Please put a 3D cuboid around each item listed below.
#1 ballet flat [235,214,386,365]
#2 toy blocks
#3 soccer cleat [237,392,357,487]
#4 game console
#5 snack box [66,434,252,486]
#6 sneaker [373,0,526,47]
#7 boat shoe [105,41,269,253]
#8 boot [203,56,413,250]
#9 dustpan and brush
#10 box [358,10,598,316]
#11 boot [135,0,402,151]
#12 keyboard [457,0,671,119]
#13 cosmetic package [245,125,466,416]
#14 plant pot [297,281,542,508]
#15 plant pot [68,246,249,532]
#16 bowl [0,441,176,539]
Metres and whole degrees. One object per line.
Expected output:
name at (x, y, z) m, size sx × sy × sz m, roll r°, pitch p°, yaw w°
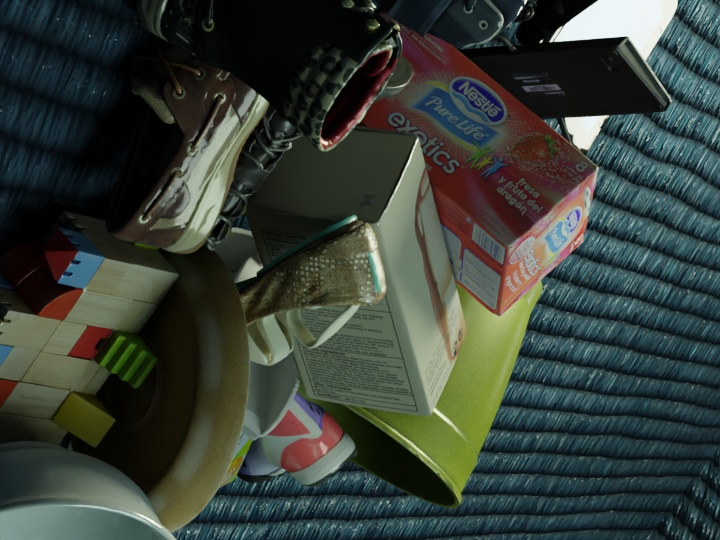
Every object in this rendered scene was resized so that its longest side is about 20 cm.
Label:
ballet flat at (-0.056, 0.027, 1.591) m, size 0.070 × 0.066 × 0.200 m, roll -26°, pitch 180°, yaw -42°
toy blocks at (-0.211, 0.036, 1.542) m, size 0.200 × 0.100 × 0.137 m, roll -53°, pitch 148°, yaw 15°
soccer cleat at (-0.068, 0.129, 1.960) m, size 0.068 × 0.073 × 0.200 m, roll -39°, pitch -167°, yaw -18°
game console at (0.212, -0.211, 1.816) m, size 0.176 × 0.116 × 0.200 m, roll -32°, pitch -160°, yaw 53°
snack box at (-0.135, 0.100, 1.823) m, size 0.168 × 0.068 × 0.200 m, roll -27°, pitch 152°, yaw -47°
sneaker at (0.055, -0.223, 1.469) m, size 0.077 × 0.146 × 0.202 m, roll -57°, pitch -178°, yaw -39°
boat shoe at (-0.107, -0.107, 1.496) m, size 0.072 × 0.072 × 0.201 m, roll 8°, pitch 111°, yaw -41°
boot at (-0.053, -0.086, 1.545) m, size 0.174 × 0.069 × 0.200 m, roll -55°, pitch -160°, yaw 7°
dustpan and brush at (-0.079, 0.004, 1.739) m, size 0.057 × 0.139 × 0.200 m, roll -37°, pitch -158°, yaw 42°
box at (0.061, -0.078, 1.708) m, size 0.095 × 0.200 × 0.103 m, roll -40°, pitch 158°, yaw -22°
boot at (-0.025, -0.186, 1.407) m, size 0.204 × 0.154 × 0.073 m, roll -57°, pitch 157°, yaw 16°
keyboard at (0.121, -0.154, 1.756) m, size 0.127 × 0.200 × 0.021 m, roll 45°, pitch 61°, yaw -34°
cosmetic package at (0.000, 0.000, 1.667) m, size 0.200 × 0.103 × 0.087 m, roll 75°, pitch 32°, yaw -47°
plant pot at (0.046, 0.057, 1.973) m, size 0.193 × 0.200 × 0.200 m, roll -56°, pitch 162°, yaw -14°
plant pot at (-0.142, 0.074, 1.605) m, size 0.027 × 0.200 × 0.200 m, roll 8°, pitch 124°, yaw -37°
bowl at (-0.214, 0.172, 1.550) m, size 0.200 × 0.091 × 0.202 m, roll -9°, pitch 141°, yaw -7°
